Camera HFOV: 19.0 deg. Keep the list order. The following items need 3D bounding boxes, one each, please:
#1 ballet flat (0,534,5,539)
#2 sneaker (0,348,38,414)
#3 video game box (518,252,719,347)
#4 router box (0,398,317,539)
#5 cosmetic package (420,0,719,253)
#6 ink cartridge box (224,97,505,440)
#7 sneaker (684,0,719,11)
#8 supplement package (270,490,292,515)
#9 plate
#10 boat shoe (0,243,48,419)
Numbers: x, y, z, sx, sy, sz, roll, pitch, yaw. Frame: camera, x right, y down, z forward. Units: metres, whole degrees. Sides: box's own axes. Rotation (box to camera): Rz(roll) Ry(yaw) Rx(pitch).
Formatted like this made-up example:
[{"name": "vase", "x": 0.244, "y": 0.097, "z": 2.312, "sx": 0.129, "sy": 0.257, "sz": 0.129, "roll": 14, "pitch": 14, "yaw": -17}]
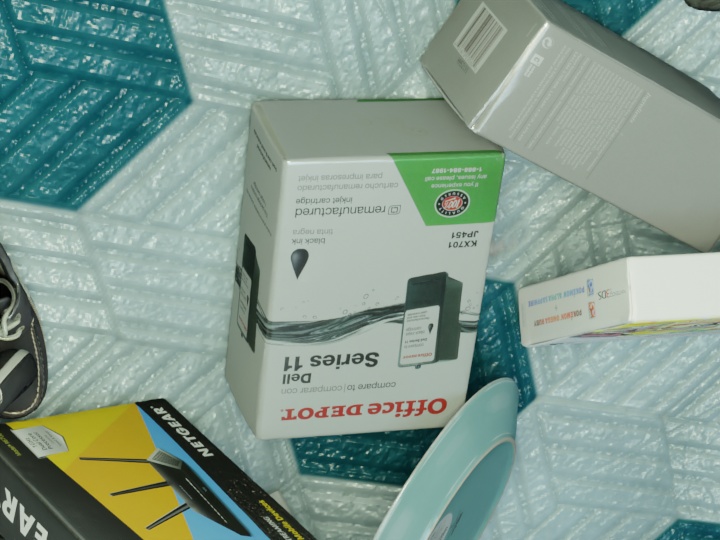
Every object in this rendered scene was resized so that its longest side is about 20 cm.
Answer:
[{"name": "ballet flat", "x": -0.238, "y": 0.159, "z": 1.350, "sx": 0.198, "sy": 0.057, "sz": 0.067, "roll": 4, "pitch": 125, "yaw": -32}, {"name": "sneaker", "x": -0.288, "y": 0.081, "z": 1.275, "sx": 0.199, "sy": 0.072, "sz": 0.083, "roll": -26, "pitch": 99, "yaw": 16}, {"name": "video game box", "x": 0.224, "y": 0.017, "z": 1.380, "sx": 0.198, "sy": 0.182, "sz": 0.047, "roll": -3, "pitch": 87, "yaw": -18}, {"name": "router box", "x": -0.125, "y": 0.157, "z": 1.294, "sx": 0.148, "sy": 0.200, "sz": 0.051, "roll": -7, "pitch": 124, "yaw": -43}, {"name": "cosmetic package", "x": 0.148, "y": -0.099, "z": 1.324, "sx": 0.199, "sy": 0.107, "sz": 0.090, "roll": 29, "pitch": 106, "yaw": -29}, {"name": "ink cartridge box", "x": 0.000, "y": 0.000, "z": 1.342, "sx": 0.145, "sy": 0.083, "sz": 0.202, "roll": -3, "pitch": 121, "yaw": -17}, {"name": "sneaker", "x": 0.289, "y": -0.211, "z": 1.340, "sx": 0.198, "sy": 0.076, "sz": 0.078, "roll": -18, "pitch": 101, "yaw": -9}, {"name": "supplement package", "x": -0.062, "y": 0.266, "z": 1.404, "sx": 0.119, "sy": 0.200, "sz": 0.122, "roll": -24, "pitch": 124, "yaw": -5}, {"name": "plate", "x": 0.057, "y": 0.163, "z": 1.416, "sx": 0.200, "sy": 0.025, "sz": 0.201, "roll": -50, "pitch": 160, "yaw": -26}, {"name": "boat shoe", "x": -0.234, "y": 0.020, "z": 1.283, "sx": 0.072, "sy": 0.063, "sz": 0.201, "roll": -22, "pitch": 125, "yaw": -9}]
